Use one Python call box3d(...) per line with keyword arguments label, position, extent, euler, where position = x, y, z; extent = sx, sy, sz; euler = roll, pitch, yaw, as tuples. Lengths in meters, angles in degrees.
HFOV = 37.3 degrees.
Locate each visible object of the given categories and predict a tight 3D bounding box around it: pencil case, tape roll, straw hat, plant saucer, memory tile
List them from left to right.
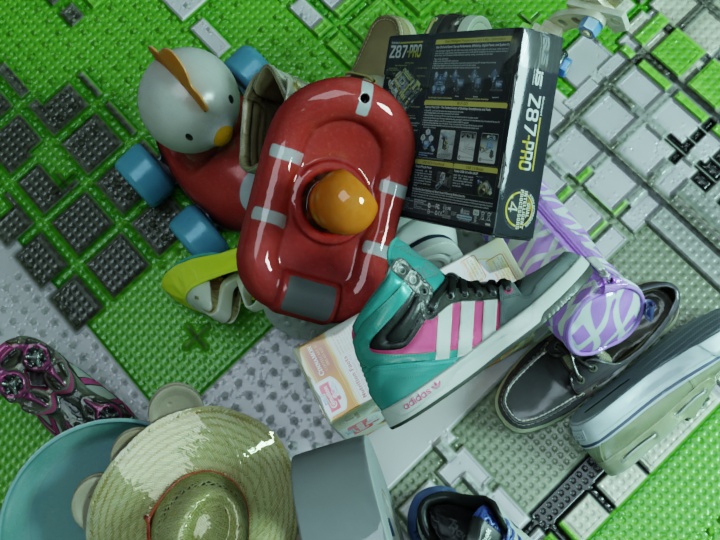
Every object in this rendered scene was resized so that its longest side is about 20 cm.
box3d(label="plant saucer", position=(-0.219, 0.227, 0.950), extent=(0.197, 0.036, 0.204), euler=(-2, 96, -16))
box3d(label="straw hat", position=(-0.133, 0.221, 0.892), extent=(0.198, 0.085, 0.205), euler=(-2, 96, -16))
box3d(label="memory tile", position=(-0.138, 0.208, 0.943), extent=(0.200, 0.017, 0.154), euler=(41, 84, -14))
box3d(label="tape roll", position=(0.003, 0.239, 0.868), extent=(0.065, 0.201, 0.203), euler=(-17, 72, 1))
box3d(label="pencil case", position=(0.170, -0.014, 0.947), extent=(0.083, 0.086, 0.201), euler=(-22, 44, -12))

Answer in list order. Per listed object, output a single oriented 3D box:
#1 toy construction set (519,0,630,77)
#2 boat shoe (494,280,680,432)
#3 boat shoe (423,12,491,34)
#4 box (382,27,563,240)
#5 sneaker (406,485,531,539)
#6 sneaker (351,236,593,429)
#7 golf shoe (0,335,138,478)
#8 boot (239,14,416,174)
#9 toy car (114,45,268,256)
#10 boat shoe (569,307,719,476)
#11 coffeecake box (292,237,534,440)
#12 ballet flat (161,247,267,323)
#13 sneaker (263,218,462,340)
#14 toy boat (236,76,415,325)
box3d(label="toy construction set", position=(0.165, -0.195, 1.013), extent=(0.200, 0.131, 0.092), euler=(-44, 74, -7))
box3d(label="boat shoe", position=(0.205, 0.071, 0.963), extent=(0.198, 0.065, 0.072), euler=(-33, 72, -3))
box3d(label="boat shoe", position=(0.066, -0.158, 1.051), extent=(0.060, 0.072, 0.204), euler=(19, 81, 36))
box3d(label="box", position=(0.080, -0.119, 0.906), extent=(0.048, 0.199, 0.164), euler=(3, 96, -31))
box3d(label="sneaker", position=(0.119, 0.249, 0.895), extent=(0.198, 0.115, 0.081), euler=(32, 80, 15))
box3d(label="sneaker", position=(0.072, 0.017, 0.828), extent=(0.199, 0.084, 0.122), euler=(-35, 86, -2))
box3d(label="golf shoe", position=(-0.258, 0.136, 0.999), extent=(0.073, 0.092, 0.200), euler=(-42, 96, -8))
box3d(label="boot", position=(-0.028, -0.163, 0.980), extent=(0.071, 0.154, 0.203), euler=(14, 85, 45))
box3d(label="toy car", position=(-0.142, -0.135, 0.999), extent=(0.184, 0.200, 0.177), euler=(-42, 73, -6))
box3d(label="boat shoe", position=(0.278, 0.104, 0.952), extent=(0.199, 0.072, 0.062), euler=(-35, 97, 0))
box3d(label="coffeecake box", position=(0.052, 0.067, 0.937), extent=(0.198, 0.154, 0.074), euler=(-28, 74, -2))
box3d(label="ballet flat", position=(-0.111, 0.011, 0.986), extent=(0.198, 0.067, 0.068), euler=(-18, 55, 30))
box3d(label="sneaker", position=(0.000, 0.000, 1.016), extent=(0.197, 0.077, 0.081), euler=(-20, 48, 6))
box3d(label="toy boat", position=(-0.020, -0.057, 0.863), extent=(0.129, 0.131, 0.203), euler=(15, 88, -15))
